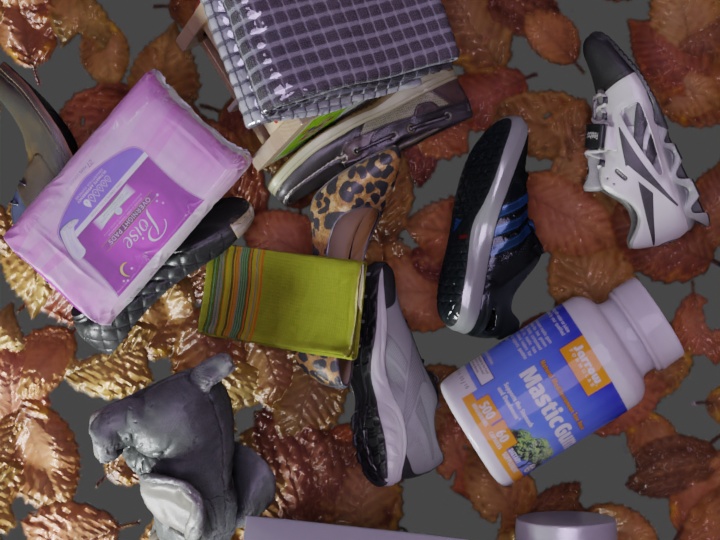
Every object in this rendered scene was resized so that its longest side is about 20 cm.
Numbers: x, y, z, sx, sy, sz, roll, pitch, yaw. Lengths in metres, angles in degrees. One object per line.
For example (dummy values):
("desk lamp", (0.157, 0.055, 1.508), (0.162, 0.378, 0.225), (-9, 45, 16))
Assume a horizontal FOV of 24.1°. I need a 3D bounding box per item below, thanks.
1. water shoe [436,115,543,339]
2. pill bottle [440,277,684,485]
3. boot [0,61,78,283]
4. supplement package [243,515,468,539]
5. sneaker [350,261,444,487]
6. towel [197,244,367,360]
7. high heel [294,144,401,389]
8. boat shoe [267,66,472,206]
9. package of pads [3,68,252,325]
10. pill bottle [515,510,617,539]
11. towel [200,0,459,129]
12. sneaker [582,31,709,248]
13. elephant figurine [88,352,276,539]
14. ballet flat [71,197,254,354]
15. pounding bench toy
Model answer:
("water shoe", (0.127, -0.038, 1.522), (0.079, 0.071, 0.201), (16, 90, -25))
("pill bottle", (0.180, 0.093, 1.488), (0.199, 0.112, 0.112), (-33, 89, 4))
("boot", (-0.295, -0.086, 1.529), (0.097, 0.075, 0.200), (-35, 91, 0))
("supplement package", (-0.010, 0.310, 1.480), (0.199, 0.111, 0.157), (6, 72, 2))
("sneaker", (0.030, 0.091, 1.525), (0.079, 0.074, 0.201), (-5, 84, -27))
("towel", (-0.072, 0.025, 1.484), (0.199, 0.018, 0.087), (7, 93, 45))
("high heel", (0.000, 0.000, 1.473), (0.200, 0.071, 0.143), (-50, 54, 27))
("boat shoe", (0.010, -0.112, 1.513), (0.199, 0.073, 0.065), (-34, 84, 3))
("package of pads", (-0.200, -0.063, 1.466), (0.120, 0.076, 0.200), (42, 95, -3))
("pill bottle", (0.181, 0.319, 1.487), (0.119, 0.120, 0.201), (0, 90, 3))
("towel", (-0.024, -0.220, 1.376), (0.199, 0.086, 0.166), (-19, 83, -26))
("sneaker", (0.230, -0.113, 1.501), (0.088, 0.074, 0.201), (-25, 89, 1))
("elephant figurine", (-0.147, 0.194, 1.501), (0.141, 0.155, 0.201), (-24, 89, -12))
("ballet flat", (-0.176, 0.000, 1.540), (0.200, 0.067, 0.057), (-36, 121, 8))
("pounding bench toy", (-0.037, -0.216, 1.486), (0.200, 0.124, 0.156), (-31, 88, -26))
